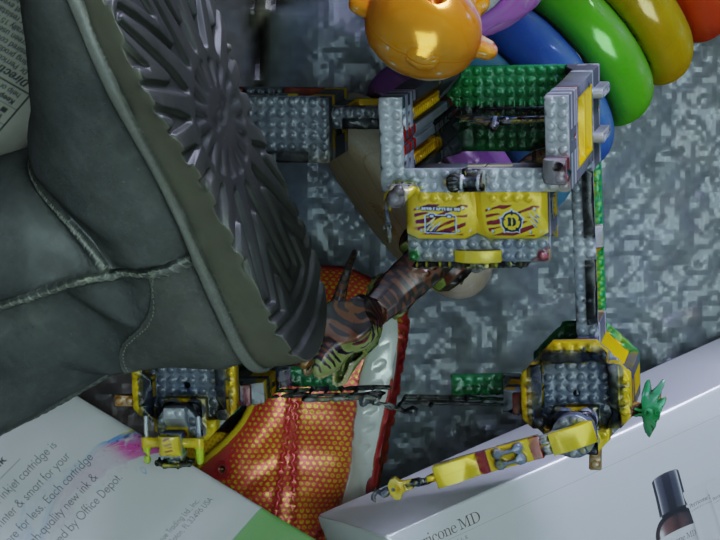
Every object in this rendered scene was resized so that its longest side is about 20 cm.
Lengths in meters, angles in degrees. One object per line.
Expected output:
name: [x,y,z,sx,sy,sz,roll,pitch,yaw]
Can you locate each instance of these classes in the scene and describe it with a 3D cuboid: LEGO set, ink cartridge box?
LEGO set: [0.000,0.000,0.835,0.199,0.116,0.154,8,101,9]
ink cartridge box: [-0.118,0.103,0.882,0.200,0.067,0.117,30,48,15]

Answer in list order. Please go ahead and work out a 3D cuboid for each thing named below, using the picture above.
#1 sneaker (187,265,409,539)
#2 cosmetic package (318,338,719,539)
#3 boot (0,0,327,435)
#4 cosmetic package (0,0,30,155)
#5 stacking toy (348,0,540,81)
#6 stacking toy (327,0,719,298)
sneaker: [-0.031,0.097,0.955,0.077,0.073,0.201,8,89,4]
cosmetic package: [0.088,0.091,0.943,0.200,0.051,0.083,-22,103,-28]
boot: [-0.128,-0.018,0.777,0.199,0.073,0.182,-11,112,22]
cosmetic package: [-0.119,-0.104,0.794,0.103,0.073,0.200,32,119,-26]
stacking toy: [0.032,-0.114,0.822,0.116,0.200,0.110,20,127,-5]
stacking toy: [0.085,-0.080,0.945,0.200,0.085,0.085,-38,102,-10]
